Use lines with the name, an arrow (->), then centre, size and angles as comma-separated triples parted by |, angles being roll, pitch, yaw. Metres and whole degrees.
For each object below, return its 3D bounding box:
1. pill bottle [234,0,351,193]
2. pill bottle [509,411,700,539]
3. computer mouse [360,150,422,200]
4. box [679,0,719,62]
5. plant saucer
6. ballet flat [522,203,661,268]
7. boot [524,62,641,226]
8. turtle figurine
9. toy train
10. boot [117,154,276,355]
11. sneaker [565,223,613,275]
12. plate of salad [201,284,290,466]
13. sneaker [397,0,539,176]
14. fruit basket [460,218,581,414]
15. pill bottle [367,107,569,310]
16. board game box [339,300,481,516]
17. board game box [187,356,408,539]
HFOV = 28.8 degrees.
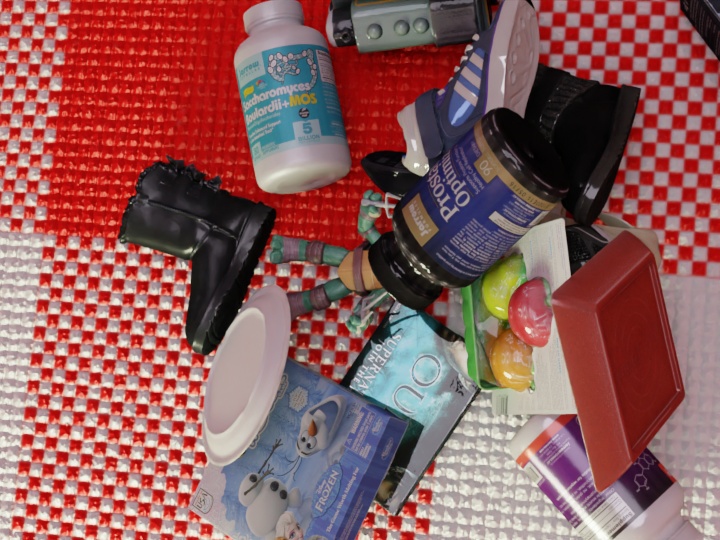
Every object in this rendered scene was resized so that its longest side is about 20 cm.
pill bottle -> -0.080, -0.196, 1.570 | 0.109, 0.111, 0.203 | -14, 80, 10
pill bottle -> 0.253, 0.219, 1.439 | 0.112, 0.112, 0.200 | -43, 77, 4
computer mouse -> 0.088, -0.082, 1.512 | 0.197, 0.141, 0.047 | 9, 111, 11
box -> 0.466, -0.272, 1.450 | 0.199, 0.124, 0.198 | -34, 75, 6
plant saucer -> 0.261, 0.083, 1.371 | 0.036, 0.199, 0.203 | -5, 106, 34
ballet flat -> 0.228, -0.039, 1.511 | 0.197, 0.069, 0.071 | 15, 86, 12
boot -> 0.200, -0.140, 1.481 | 0.156, 0.080, 0.212 | 17, 43, 10
turtle figurine -> 0.000, 0.000, 1.533 | 0.197, 0.100, 0.152 | -7, 72, 25
toy train -> 0.056, -0.287, 1.542 | 0.197, 0.114, 0.086 | -4, 120, 12
boot -> -0.201, -0.022, 1.594 | 0.160, 0.073, 0.201 | 22, 81, 12
sneaker -> 0.247, 0.046, 1.442 | 0.080, 0.086, 0.202 | -24, 98, 23
plate of salad -> -0.117, 0.114, 1.508 | 0.048, 0.199, 0.203 | 21, 87, -25
sneaker -> 0.102, -0.192, 1.475 | 0.145, 0.080, 0.203 | 4, 78, 33
fruit basket -> 0.174, 0.051, 1.420 | 0.092, 0.199, 0.188 | -3, 84, -25
pill bottle -> 0.102, -0.055, 1.379 | 0.200, 0.111, 0.112 | -44, 75, 26
board game box -> 0.042, 0.147, 1.539 | 0.134, 0.028, 0.201 | 34, 91, 15
board game box -> -0.071, 0.212, 1.513 | 0.198, 0.043, 0.202 | 24, 89, 39
